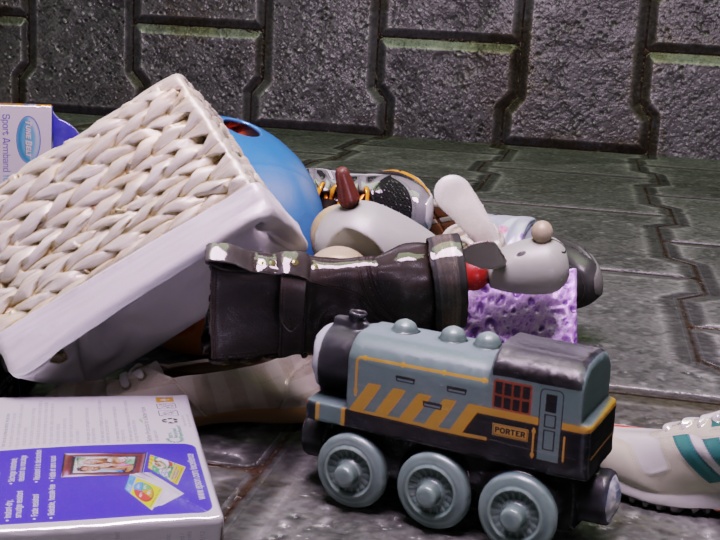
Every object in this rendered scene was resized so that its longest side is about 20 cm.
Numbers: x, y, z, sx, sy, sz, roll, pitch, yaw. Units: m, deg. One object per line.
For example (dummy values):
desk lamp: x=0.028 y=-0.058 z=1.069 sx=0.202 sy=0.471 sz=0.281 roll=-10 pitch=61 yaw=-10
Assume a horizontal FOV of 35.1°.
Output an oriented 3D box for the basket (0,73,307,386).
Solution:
basket: x=-0.156 y=-0.024 z=0.776 sx=0.200 sy=0.124 sz=0.136 roll=-32 pitch=-12 yaw=2

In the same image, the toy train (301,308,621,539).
toy train: x=0.056 y=0.088 z=0.666 sx=0.199 sy=0.115 sz=0.085 roll=10 pitch=13 yaw=27

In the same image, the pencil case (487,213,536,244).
pencil case: x=0.102 y=-0.026 z=1.266 sx=0.199 sy=0.083 sz=0.091 roll=8 pitch=-27 yaw=23

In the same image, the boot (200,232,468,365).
boot: x=-0.020 y=0.041 z=0.763 sx=0.173 sy=0.200 sz=0.069 roll=-5 pitch=49 yaw=-3

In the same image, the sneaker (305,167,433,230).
sneaker: x=-0.024 y=-0.058 z=1.046 sx=0.199 sy=0.079 sz=0.077 roll=6 pitch=2 yaw=33

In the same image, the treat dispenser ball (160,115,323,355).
treat dispenser ball: x=-0.128 y=-0.029 z=0.953 sx=0.200 sy=0.202 sz=0.201 roll=3 pitch=12 yaw=-1

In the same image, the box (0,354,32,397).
box: x=-0.324 y=0.043 z=0.843 sx=0.163 sy=0.087 sz=0.200 roll=2 pitch=12 yaw=0

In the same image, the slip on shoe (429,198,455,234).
slip on shoe: x=0.057 y=-0.030 z=1.080 sx=0.199 sy=0.076 sz=0.060 roll=-5 pitch=9 yaw=43

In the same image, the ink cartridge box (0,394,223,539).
ink cartridge box: x=-0.186 y=0.117 z=0.636 sx=0.199 sy=0.044 sz=0.198 roll=2 pitch=12 yaw=-14

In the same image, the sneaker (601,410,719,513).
sneaker: x=0.233 y=0.102 z=0.693 sx=0.199 sy=0.094 sz=0.070 roll=11 pitch=14 yaw=31

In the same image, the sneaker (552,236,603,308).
sneaker: x=0.136 y=0.011 z=1.084 sx=0.199 sy=0.076 sz=0.079 roll=6 pitch=25 yaw=44

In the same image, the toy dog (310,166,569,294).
toy dog: x=0.048 y=-0.030 z=0.824 sx=0.199 sy=0.097 sz=0.132 roll=-10 pitch=31 yaw=-22

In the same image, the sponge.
sponge: x=0.069 y=0.047 z=0.879 sx=0.199 sy=0.112 sz=0.030 roll=4 pitch=-22 yaw=4

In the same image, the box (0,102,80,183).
box: x=-0.323 y=-0.075 z=0.904 sx=0.199 sy=0.120 sz=0.041 roll=0 pitch=9 yaw=-12

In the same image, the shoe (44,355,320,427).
shoe: x=-0.122 y=0.081 z=0.794 sx=0.199 sy=0.054 sz=0.070 roll=-2 pitch=13 yaw=-21
